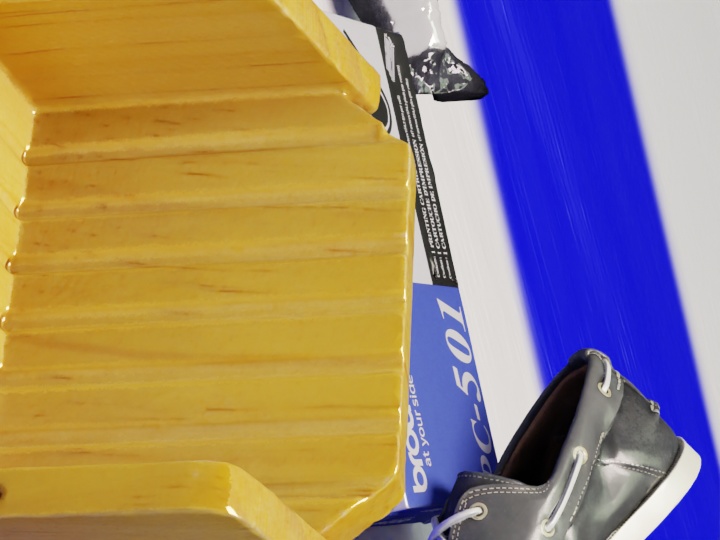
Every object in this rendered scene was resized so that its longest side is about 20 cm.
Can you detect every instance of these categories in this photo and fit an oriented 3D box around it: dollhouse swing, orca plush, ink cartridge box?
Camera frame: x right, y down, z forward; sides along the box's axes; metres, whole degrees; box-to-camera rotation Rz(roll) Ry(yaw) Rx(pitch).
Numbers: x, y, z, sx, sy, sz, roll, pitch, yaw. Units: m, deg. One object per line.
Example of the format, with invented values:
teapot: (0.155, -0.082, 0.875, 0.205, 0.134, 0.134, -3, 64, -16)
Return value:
dollhouse swing: (-0.087, -0.029, 0.729, 0.176, 0.181, 0.200, 76, 14, -52)
orca plush: (0.022, -0.170, 1.163, 0.071, 0.105, 0.201, 123, -49, -80)
ink cartridge box: (0.000, 0.000, 1.032, 0.094, 0.044, 0.201, 7, 69, -63)

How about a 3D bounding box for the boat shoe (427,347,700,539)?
boat shoe: (0.047, 0.110, 0.983, 0.200, 0.072, 0.068, -45, 106, -31)
